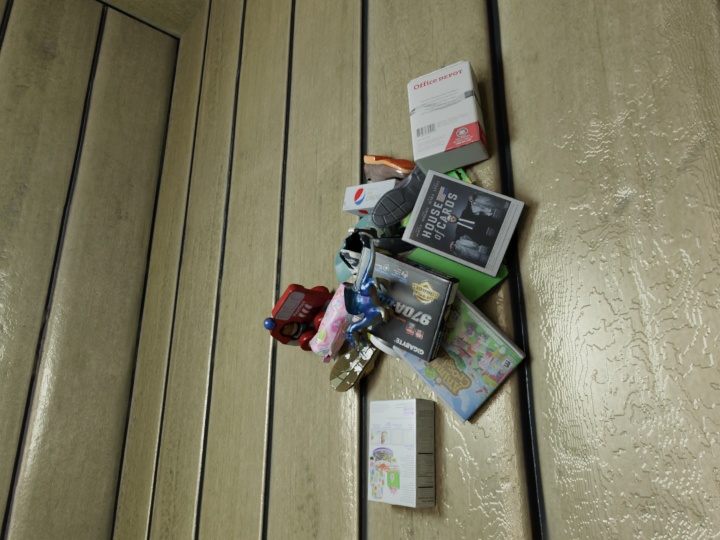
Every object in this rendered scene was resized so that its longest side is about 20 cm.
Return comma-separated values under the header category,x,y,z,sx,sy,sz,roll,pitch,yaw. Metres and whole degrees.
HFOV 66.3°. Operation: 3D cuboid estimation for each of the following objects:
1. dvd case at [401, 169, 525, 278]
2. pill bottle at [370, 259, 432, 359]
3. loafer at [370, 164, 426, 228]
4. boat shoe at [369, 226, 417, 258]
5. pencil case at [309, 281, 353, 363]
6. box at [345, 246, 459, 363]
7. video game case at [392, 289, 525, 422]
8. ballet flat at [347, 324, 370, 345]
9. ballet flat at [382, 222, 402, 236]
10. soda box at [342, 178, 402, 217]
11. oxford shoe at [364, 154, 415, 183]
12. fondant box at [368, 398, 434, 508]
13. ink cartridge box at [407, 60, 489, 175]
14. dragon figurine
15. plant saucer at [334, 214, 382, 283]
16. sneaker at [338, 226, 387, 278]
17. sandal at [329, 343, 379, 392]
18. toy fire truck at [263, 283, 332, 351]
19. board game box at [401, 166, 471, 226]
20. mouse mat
category,x,y,z,sx,sy,sz,roll,pitch,yaw
dvd case,0.196,-0.093,1.063,0.198,0.025,0.152,23,92,18
pill bottle,0.105,0.076,1.158,0.111,0.110,0.203,35,106,52
loafer,0.102,-0.169,1.245,0.200,0.072,0.063,-45,0,-2
boat shoe,0.106,-0.065,1.145,0.074,0.197,0.063,-172,67,-72
pencil case,-0.053,0.128,1.367,0.202,0.087,0.087,-61,39,14
box,0.076,0.060,1.055,0.198,0.046,0.162,23,107,29
video game case,0.179,0.153,1.039,0.200,0.022,0.183,45,116,20
ballet flat,0.053,0.093,1.248,0.200,0.067,0.067,-45,40,-1
ballet flat,0.064,-0.024,1.286,0.068,0.068,0.203,25,94,38
soda box,0.041,-0.177,1.365,0.199,0.067,0.065,1,79,53
oxford shoe,0.073,-0.240,1.361,0.200,0.070,0.074,32,121,59
fondant box,0.083,0.371,1.133,0.143,0.058,0.204,-18,63,49
ink cartridge box,0.186,-0.322,1.177,0.145,0.083,0.203,-13,66,25
dragon figurine,0.003,0.050,1.033,0.098,0.059,0.204,-9,98,25
plant saucer,-0.010,-0.064,1.347,0.201,0.036,0.201,-53,14,18
sneaker,0.000,0.000,1.179,0.079,0.129,0.203,4,86,39
sandal,0.005,0.211,1.301,0.201,0.054,0.080,-51,47,7
toy fire truck,-0.163,0.120,1.449,0.201,0.166,0.113,-50,43,29
board game box,0.170,-0.139,1.218,0.201,0.030,0.096,-54,41,30
mouse mat,0.169,0.005,1.078,0.199,0.008,0.162,-40,74,12
